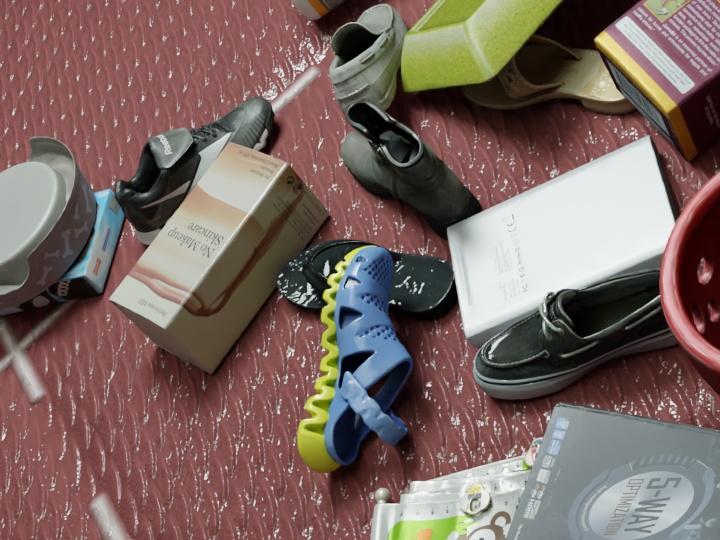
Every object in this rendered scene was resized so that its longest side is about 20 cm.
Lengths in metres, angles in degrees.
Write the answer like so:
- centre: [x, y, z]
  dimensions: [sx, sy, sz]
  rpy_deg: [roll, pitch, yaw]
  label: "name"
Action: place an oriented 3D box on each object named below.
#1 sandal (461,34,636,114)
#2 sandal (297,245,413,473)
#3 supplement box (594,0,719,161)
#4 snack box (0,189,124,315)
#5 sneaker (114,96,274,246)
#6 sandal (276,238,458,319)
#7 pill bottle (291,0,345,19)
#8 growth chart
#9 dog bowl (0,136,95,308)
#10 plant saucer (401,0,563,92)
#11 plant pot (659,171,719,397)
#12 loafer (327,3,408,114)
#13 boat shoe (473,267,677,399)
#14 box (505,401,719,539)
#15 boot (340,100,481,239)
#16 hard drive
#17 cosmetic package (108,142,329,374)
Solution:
- centre: [0.169, -0.196, 1.484]
  dimensions: [0.211, 0.070, 0.078]
  rpy_deg: [12, 64, 42]
  label: "sandal"
- centre: [0.009, 0.076, 1.367]
  dimensions: [0.087, 0.079, 0.201]
  rpy_deg: [-1, 73, 30]
  label: "sandal"
- centre: [0.315, -0.206, 1.356]
  dimensions: [0.200, 0.086, 0.111]
  rpy_deg: [-38, 55, 2]
  label: "supplement box"
- centre: [-0.354, -0.015, 1.745]
  dimensions: [0.199, 0.037, 0.117]
  rpy_deg: [-12, 49, 29]
  label: "snack box"
- centre: [-0.176, -0.118, 1.659]
  dimensions: [0.200, 0.091, 0.066]
  rpy_deg: [-43, 43, -2]
  label: "sneaker"
- centre: [0.001, -0.001, 1.463]
  dimensions: [0.199, 0.048, 0.076]
  rpy_deg: [4, 59, 37]
  label: "sandal"
- centre: [-0.003, -0.369, 1.720]
  dimensions: [0.199, 0.116, 0.117]
  rpy_deg: [-33, 43, 10]
  label: "pill bottle"
- centre: [0.086, 0.208, 1.252]
  dimensions: [0.199, 0.018, 0.145]
  rpy_deg: [-21, 47, 22]
  label: "growth chart"
- centre: [-0.370, -0.047, 1.711]
  dimensions: [0.199, 0.059, 0.201]
  rpy_deg: [-20, 46, 22]
  label: "dog bowl"
- centre: [0.128, -0.260, 1.519]
  dimensions: [0.200, 0.048, 0.200]
  rpy_deg: [-48, 19, -13]
  label: "plant saucer"
- centre: [0.326, 0.036, 1.091]
  dimensions: [0.199, 0.183, 0.201]
  rpy_deg: [-19, 45, 20]
  label: "plant pot"
- centre: [0.006, -0.224, 1.604]
  dimensions: [0.070, 0.070, 0.200]
  rpy_deg: [-24, 28, 19]
  label: "loafer"
- centre: [0.173, 0.041, 1.284]
  dimensions: [0.199, 0.071, 0.072]
  rpy_deg: [-23, 45, 21]
  label: "boat shoe"
- centre: [0.186, 0.203, 1.147]
  dimensions: [0.159, 0.044, 0.201]
  rpy_deg: [9, 62, 31]
  label: "box"
- centre: [0.025, -0.117, 1.479]
  dimensions: [0.068, 0.131, 0.200]
  rpy_deg: [-46, 42, -5]
  label: "boot"
- centre: [0.174, -0.025, 1.372]
  dimensions: [0.199, 0.027, 0.132]
  rpy_deg: [-25, 45, 19]
  label: "hard drive"
- centre: [-0.136, -0.014, 1.546]
  dimensions: [0.103, 0.087, 0.201]
  rpy_deg: [21, 70, 43]
  label: "cosmetic package"
